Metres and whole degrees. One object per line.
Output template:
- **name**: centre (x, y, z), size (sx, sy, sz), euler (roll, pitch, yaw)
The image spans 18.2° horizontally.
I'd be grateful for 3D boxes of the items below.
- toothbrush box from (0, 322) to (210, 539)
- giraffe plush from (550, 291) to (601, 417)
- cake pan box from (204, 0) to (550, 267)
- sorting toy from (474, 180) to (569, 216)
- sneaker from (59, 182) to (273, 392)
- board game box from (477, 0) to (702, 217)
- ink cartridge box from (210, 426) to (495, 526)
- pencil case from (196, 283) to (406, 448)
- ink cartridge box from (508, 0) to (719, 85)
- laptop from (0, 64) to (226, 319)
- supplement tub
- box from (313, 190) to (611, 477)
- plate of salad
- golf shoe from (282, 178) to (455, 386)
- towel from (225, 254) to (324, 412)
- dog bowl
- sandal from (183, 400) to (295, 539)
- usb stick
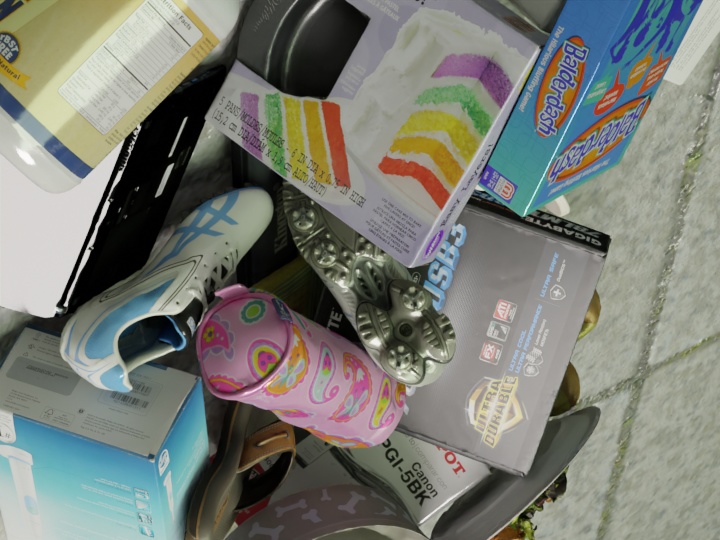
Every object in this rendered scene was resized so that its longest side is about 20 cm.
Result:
- **toothbrush box**: centre (-0.190, 0.151, 1.665), size (0.201, 0.145, 0.086), euler (88, 24, -46)
- **giraffe plush**: centre (0.120, 0.076, 1.943), size (0.201, 0.172, 0.162), euler (-59, 166, 4)
- **cake pan box**: centre (0.010, -0.132, 1.556), size (0.185, 0.199, 0.052), euler (-57, 164, 17)
- **sorting toy**: centre (0.070, -0.103, 1.656), size (0.199, 0.180, 0.107), euler (14, 116, -52)
- **sneaker**: centre (-0.126, 0.014, 1.608), size (0.200, 0.072, 0.072), euler (-44, 155, -27)
- **board game box**: centre (0.170, -0.145, 1.544), size (0.152, 0.045, 0.201), euler (-29, 150, -53)
- **ink cartridge box**: centre (-0.007, 0.157, 1.833), size (0.199, 0.147, 0.083), euler (-37, 179, 10)
- **pencil case**: centre (-0.042, 0.071, 1.632), size (0.088, 0.087, 0.200), euler (-49, 148, 7)
- **ink cartridge box**: centre (0.182, -0.252, 1.648), size (0.199, 0.145, 0.148), euler (14, 117, -52)
- **laptop**: centre (-0.205, -0.069, 1.557), size (0.200, 0.103, 0.178), euler (-37, 157, -60)
- **supplement tub**: centre (-0.165, -0.163, 1.379), size (0.200, 0.144, 0.144), euler (-45, 146, 0)
- **box**: centre (0.068, 0.034, 1.722), size (0.050, 0.197, 0.201), euler (-65, 174, -67)
- **plate of salad**: centre (0.125, 0.185, 1.818), size (0.200, 0.048, 0.200), euler (-43, -176, 3)
- **golf shoe**: centre (0.000, 0.000, 1.658), size (0.078, 0.201, 0.097), euler (-24, 167, -6)
- **towel**: centre (-0.036, 0.028, 1.779), size (0.200, 0.023, 0.145), euler (-38, 146, -38)
- **dog bowl**: centre (-0.034, 0.246, 1.744), size (0.198, 0.059, 0.201), euler (-15, 137, -14)
- **sandal**: centre (-0.079, 0.143, 1.681), size (0.082, 0.054, 0.201), euler (90, 17, -44)
- **usb stick**: centre (-0.071, -0.041, 1.705), size (0.055, 0.033, 0.201), euler (-29, 142, -25)
